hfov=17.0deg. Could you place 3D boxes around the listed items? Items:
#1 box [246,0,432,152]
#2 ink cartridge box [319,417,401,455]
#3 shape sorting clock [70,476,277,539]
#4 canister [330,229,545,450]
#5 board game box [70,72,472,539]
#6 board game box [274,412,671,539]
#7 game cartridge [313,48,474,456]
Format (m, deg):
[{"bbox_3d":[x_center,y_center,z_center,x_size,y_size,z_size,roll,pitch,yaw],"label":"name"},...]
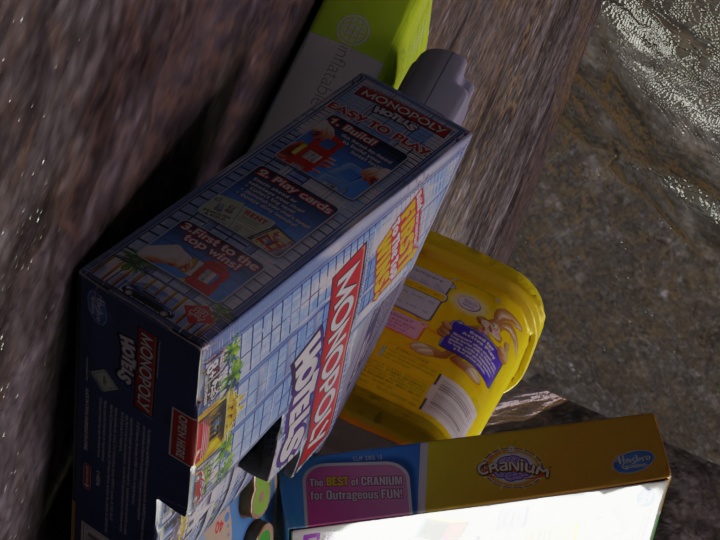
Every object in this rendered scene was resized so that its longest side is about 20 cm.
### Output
[{"bbox_3d":[-0.024,-0.047,1.172,0.122,0.047,0.201,95,19,-68],"label":"box"},{"bbox_3d":[-0.013,0.180,1.377,0.044,0.199,0.175,66,48,-80],"label":"ink cartridge box"},{"bbox_3d":[-0.085,0.145,1.119,0.200,0.039,0.201,-47,145,-48],"label":"shape sorting clock"},{"bbox_3d":[0.017,0.057,1.467,0.200,0.148,0.087,-53,165,-59],"label":"canister"},{"bbox_3d":[-0.035,0.021,0.997,0.200,0.061,0.201,-46,158,-36],"label":"board game box"},{"bbox_3d":[0.054,0.142,1.271,0.153,0.198,0.041,96,-15,-55],"label":"board game box"},{"bbox_3d":[0.000,0.000,1.167,0.200,0.041,0.134,108,4,-53],"label":"game cartridge"}]
